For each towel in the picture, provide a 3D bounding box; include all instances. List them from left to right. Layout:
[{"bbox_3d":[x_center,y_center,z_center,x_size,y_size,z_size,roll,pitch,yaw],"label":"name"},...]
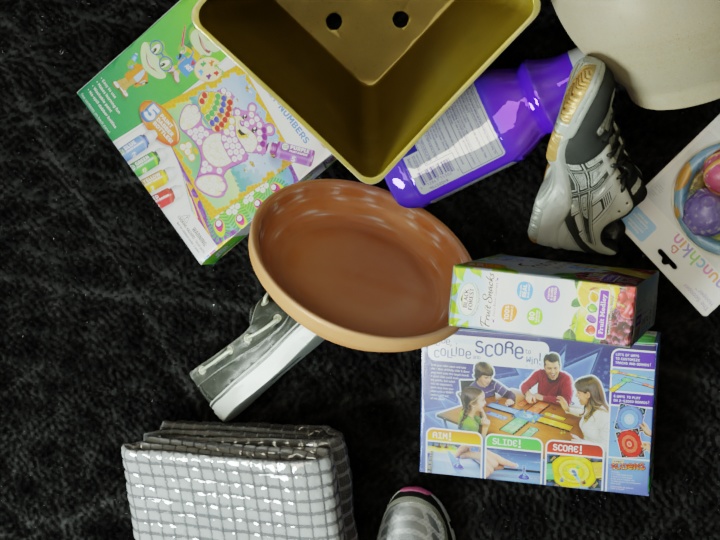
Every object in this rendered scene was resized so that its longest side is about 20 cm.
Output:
[{"bbox_3d":[-0.100,0.216,1.441,0.198,0.086,0.167,1,112,19],"label":"towel"}]

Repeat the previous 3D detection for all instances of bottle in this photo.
[{"bbox_3d":[0.109,-0.126,1.397,0.199,0.065,0.084,-26,84,14],"label":"bottle"}]

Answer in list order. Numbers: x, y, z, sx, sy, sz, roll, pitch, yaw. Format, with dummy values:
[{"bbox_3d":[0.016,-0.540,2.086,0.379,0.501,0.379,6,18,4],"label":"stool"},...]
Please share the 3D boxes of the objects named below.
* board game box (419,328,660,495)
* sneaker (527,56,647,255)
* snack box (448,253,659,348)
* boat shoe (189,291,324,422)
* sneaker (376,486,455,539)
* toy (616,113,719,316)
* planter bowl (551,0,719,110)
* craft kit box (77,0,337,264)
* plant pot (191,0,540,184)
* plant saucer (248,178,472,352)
[{"bbox_3d":[0.150,0.112,1.394,0.198,0.034,0.137,5,106,14],"label":"board game box"},{"bbox_3d":[0.195,-0.090,1.334,0.087,0.201,0.076,17,54,10],"label":"sneaker"},{"bbox_3d":[0.159,0.021,1.319,0.141,0.200,0.053,5,94,14],"label":"snack box"},{"bbox_3d":[-0.070,0.049,1.449,0.200,0.071,0.064,-41,83,14],"label":"boat shoe"},{"bbox_3d":[0.036,0.289,1.419,0.073,0.087,0.202,10,94,15],"label":"sneaker"},{"bbox_3d":[0.315,-0.071,1.353,0.200,0.047,0.115,-45,79,12],"label":"toy"},{"bbox_3d":[0.253,-0.212,1.306,0.199,0.201,0.136,-15,115,15],"label":"planter bowl"},{"bbox_3d":[-0.121,-0.143,1.472,0.197,0.048,0.200,-39,82,10],"label":"craft kit box"},{"bbox_3d":[0.005,-0.225,1.349,0.200,0.177,0.200,42,103,-11],"label":"plant pot"},{"bbox_3d":[0.000,0.000,1.378,0.199,0.200,0.038,31,129,12],"label":"plant saucer"}]
